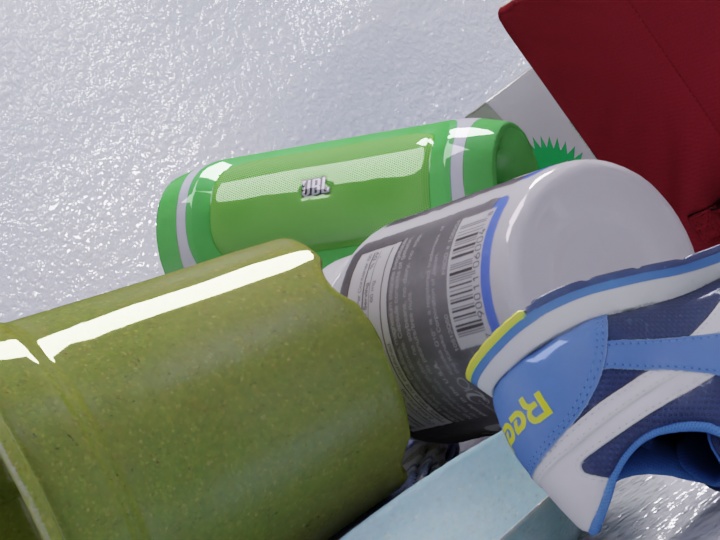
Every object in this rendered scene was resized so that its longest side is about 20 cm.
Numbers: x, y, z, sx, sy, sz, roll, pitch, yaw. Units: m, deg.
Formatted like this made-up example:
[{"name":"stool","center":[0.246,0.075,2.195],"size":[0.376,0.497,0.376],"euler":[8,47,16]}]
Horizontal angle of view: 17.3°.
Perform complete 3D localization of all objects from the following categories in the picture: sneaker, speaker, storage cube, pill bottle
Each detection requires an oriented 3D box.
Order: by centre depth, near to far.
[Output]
[{"name":"sneaker","center":[0.141,0.033,0.839],"size":[0.200,0.082,0.074],"euler":[-19,-24,-9]},{"name":"pill bottle","center":[0.057,0.022,1.121],"size":[0.114,0.114,0.200],"euler":[-39,11,-32]},{"name":"storage cube","center":[0.211,-0.122,1.147],"size":[0.200,0.180,0.171],"euler":[-40,6,-33]},{"name":"speaker","center":[-0.007,-0.028,1.269],"size":[0.200,0.089,0.088],"euler":[-8,17,25]}]

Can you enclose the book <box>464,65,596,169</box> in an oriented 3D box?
[{"name":"book","center":[0.166,-0.089,1.413],"size":[0.200,0.134,0.048],"euler":[-39,5,-35]}]

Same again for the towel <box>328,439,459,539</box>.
[{"name":"towel","center":[-0.016,0.137,1.146],"size":[0.147,0.024,0.200],"euler":[-35,4,9]}]

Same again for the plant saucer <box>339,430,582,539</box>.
[{"name":"plant saucer","center":[0.025,0.122,0.917],"size":[0.201,0.039,0.201],"euler":[-35,5,3]}]

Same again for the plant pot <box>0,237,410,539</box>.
[{"name":"plant pot","center":[-0.086,0.079,1.070],"size":[0.184,0.201,0.200],"euler":[-26,1,-21]}]
